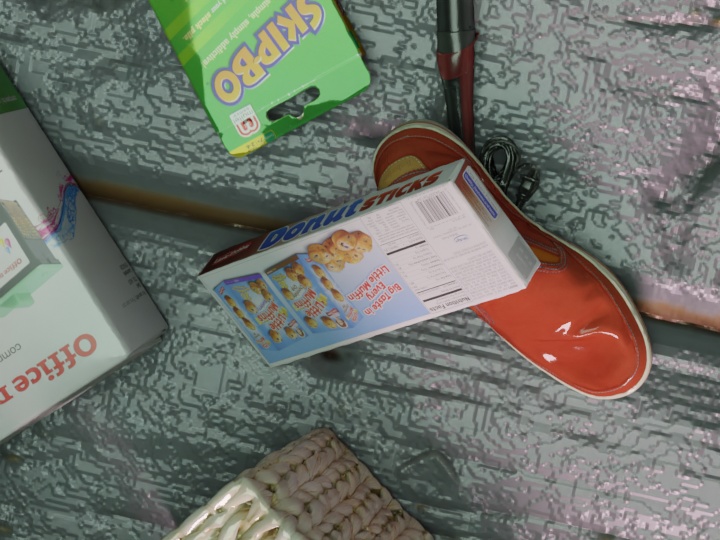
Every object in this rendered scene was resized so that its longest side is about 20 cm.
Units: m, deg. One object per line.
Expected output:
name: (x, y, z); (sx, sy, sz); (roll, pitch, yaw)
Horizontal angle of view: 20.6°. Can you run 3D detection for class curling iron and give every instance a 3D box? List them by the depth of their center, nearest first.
curling iron: (0.063, -0.122, 1.091); (0.049, 0.026, 0.202); (-8, 98, 13)

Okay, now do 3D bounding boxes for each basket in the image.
basket: (-0.044, 0.175, 1.066); (0.135, 0.200, 0.124); (-40, 86, 12)

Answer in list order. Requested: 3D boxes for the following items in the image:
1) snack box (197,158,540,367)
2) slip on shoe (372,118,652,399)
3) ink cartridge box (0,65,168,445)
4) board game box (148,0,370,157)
snack box: (0.000, 0.000, 1.059); (0.199, 0.024, 0.072); (-19, 117, 43)
slip on shoe: (0.081, 0.003, 1.074); (0.074, 0.061, 0.200); (-38, 107, 25)
ink cartridge box: (-0.227, -0.004, 1.125); (0.144, 0.084, 0.201); (-32, 92, 12)
board game box: (-0.076, -0.172, 1.107); (0.095, 0.030, 0.201); (-27, 90, 12)
